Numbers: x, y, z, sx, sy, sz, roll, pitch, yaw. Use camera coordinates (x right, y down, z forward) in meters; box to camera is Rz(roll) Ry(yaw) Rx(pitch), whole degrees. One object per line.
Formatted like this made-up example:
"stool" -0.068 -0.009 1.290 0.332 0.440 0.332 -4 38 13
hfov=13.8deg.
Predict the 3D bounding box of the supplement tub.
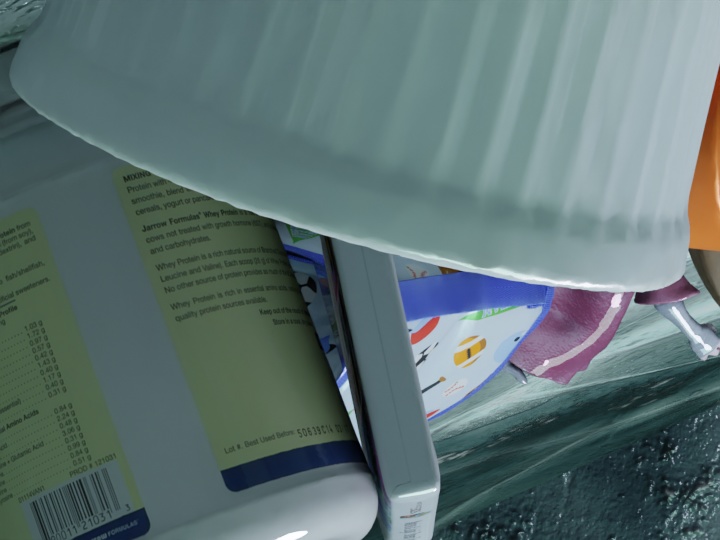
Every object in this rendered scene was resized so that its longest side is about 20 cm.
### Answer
"supplement tub" -0.091 0.026 1.094 0.144 0.201 0.145 -21 169 -4

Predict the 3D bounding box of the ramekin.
"ramekin" 0.010 -0.072 0.841 0.199 0.098 0.201 16 -168 -3

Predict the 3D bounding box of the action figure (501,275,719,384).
"action figure" 0.152 -0.025 1.721 0.148 0.134 0.200 27 135 -14

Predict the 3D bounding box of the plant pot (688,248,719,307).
"plant pot" 0.228 -0.057 1.383 0.199 0.201 0.175 -21 -165 -4

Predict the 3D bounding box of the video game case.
"video game case" 0.000 0.000 1.149 0.024 0.201 0.182 -11 169 -2

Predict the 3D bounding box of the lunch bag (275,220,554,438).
"lunch bag" -0.023 0.031 1.490 0.199 0.125 0.170 -20 172 38

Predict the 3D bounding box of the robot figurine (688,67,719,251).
"robot figurine" 0.131 -0.067 1.194 0.199 0.144 0.117 8 -140 25
